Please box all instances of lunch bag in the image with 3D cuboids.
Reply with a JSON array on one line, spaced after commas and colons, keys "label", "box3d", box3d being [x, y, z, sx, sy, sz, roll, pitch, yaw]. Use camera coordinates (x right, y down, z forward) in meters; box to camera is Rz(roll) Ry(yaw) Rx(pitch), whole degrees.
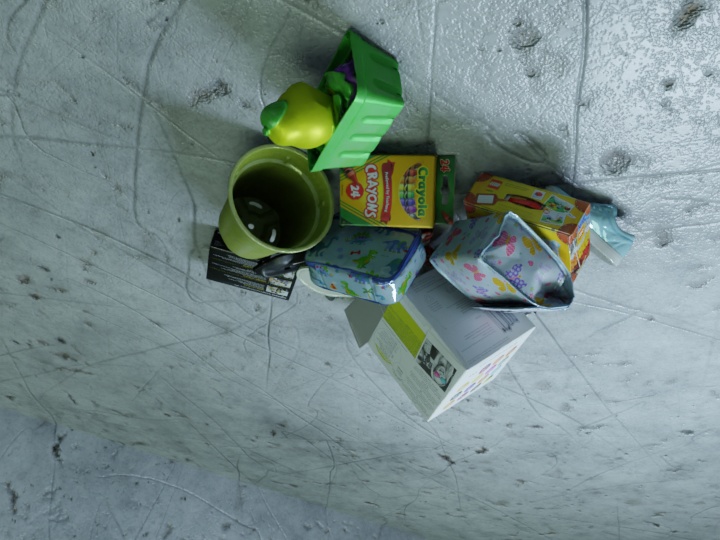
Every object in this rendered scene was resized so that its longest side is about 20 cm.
[{"label": "lunch bag", "box3d": [0.009, -0.030, 1.291, 0.200, 0.161, 0.083, 15, 141, 28]}, {"label": "lunch bag", "box3d": [0.246, 0.007, 1.208, 0.200, 0.127, 0.170, 40, 164, -19]}]

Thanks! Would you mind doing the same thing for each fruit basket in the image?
[{"label": "fruit basket", "box3d": [-0.058, -0.248, 1.077, 0.215, 0.156, 0.216, -4, 152, -2]}]

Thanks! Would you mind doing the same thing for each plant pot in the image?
[{"label": "plant pot", "box3d": [-0.176, -0.106, 1.317, 0.200, 0.201, 0.184, 24, 156, -20]}]

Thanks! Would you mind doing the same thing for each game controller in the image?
[{"label": "game controller", "box3d": [-0.123, -0.028, 1.438, 0.104, 0.042, 0.200, -34, 169, 39]}]

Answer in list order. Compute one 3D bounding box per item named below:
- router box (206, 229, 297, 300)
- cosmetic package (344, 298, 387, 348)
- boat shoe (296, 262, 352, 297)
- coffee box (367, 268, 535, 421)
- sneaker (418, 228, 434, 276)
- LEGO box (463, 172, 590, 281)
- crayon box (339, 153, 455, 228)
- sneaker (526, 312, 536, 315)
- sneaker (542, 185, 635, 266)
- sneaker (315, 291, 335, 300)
[{"label": "router box", "box3d": [-0.239, -0.009, 1.578, 0.200, 0.051, 0.149, 16, 148, -8]}, {"label": "cosmetic package", "box3d": [0.051, 0.088, 1.567, 0.090, 0.107, 0.200, -11, 159, -33]}, {"label": "boat shoe", "box3d": [-0.026, 0.010, 1.388, 0.200, 0.062, 0.073, 10, 139, -9]}, {"label": "coffee box", "box3d": [0.168, 0.126, 1.357, 0.200, 0.200, 0.198, 50, 142, 22]}, {"label": "sneaker", "box3d": [0.120, -0.046, 1.408, 0.201, 0.067, 0.108, 28, 135, -34]}, {"label": "LEGO box", "box3d": [0.293, -0.073, 1.246, 0.200, 0.077, 0.149, 22, 154, 29]}, {"label": "crayon box", "box3d": [0.064, -0.141, 1.239, 0.200, 0.051, 0.127, 2, 102, 11]}, {"label": "sneaker", "box3d": [0.277, 0.017, 1.391, 0.202, 0.146, 0.077, 31, 143, -25]}, {"label": "sneaker", "box3d": [0.409, -0.098, 1.268, 0.200, 0.082, 0.074, 40, 179, -15]}, {"label": "sneaker", "box3d": [-0.057, 0.014, 1.490, 0.079, 0.075, 0.200, -30, 171, 4]}]
